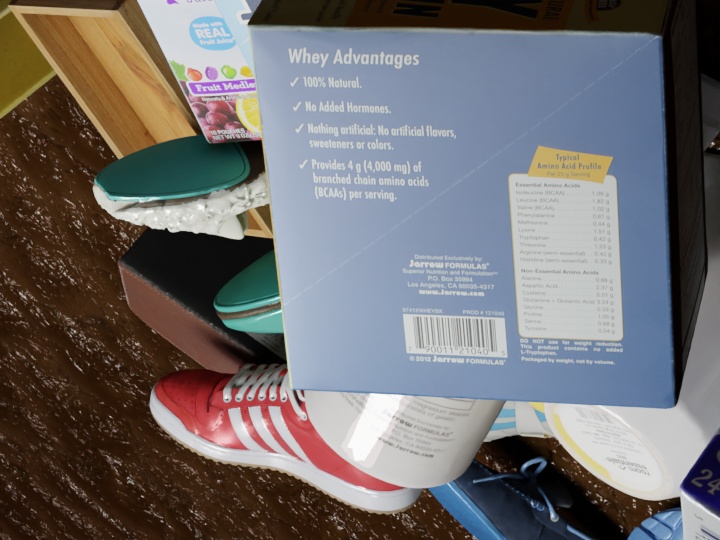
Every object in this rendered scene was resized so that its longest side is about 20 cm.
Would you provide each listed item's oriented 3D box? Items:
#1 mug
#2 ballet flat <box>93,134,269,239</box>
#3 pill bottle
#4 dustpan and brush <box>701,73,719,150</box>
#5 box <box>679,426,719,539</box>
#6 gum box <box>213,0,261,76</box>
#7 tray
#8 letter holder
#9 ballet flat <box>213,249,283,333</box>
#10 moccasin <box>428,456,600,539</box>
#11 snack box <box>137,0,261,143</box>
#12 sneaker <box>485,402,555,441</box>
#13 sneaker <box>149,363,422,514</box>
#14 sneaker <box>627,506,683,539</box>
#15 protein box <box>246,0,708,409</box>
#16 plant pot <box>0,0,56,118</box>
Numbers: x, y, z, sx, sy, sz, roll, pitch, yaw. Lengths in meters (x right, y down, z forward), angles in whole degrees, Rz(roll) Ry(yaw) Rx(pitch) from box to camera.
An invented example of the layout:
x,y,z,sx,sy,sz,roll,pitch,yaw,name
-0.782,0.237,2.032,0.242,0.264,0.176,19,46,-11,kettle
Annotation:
x,y,z,sx,sy,sz,roll,pitch,yaw,name
0.174,0.049,1.402,0.149,0.153,0.187,35,156,11,mug
-0.059,-0.053,1.537,0.072,0.199,0.072,163,90,-86,ballet flat
0.053,0.020,1.498,0.114,0.114,0.201,35,123,12,pill bottle
0.094,-0.052,1.366,0.139,0.057,0.201,25,115,-13,dustpan and brush
0.261,0.112,1.318,0.105,0.200,0.184,27,153,25,box
0.003,-0.161,1.352,0.169,0.045,0.200,-6,135,24,gum box
-0.126,-0.103,1.588,0.098,0.037,0.200,8,143,41,tray
-0.061,0.044,1.815,0.199,0.101,0.142,34,157,16,letter holder
0.000,0.000,1.589,0.199,0.068,0.070,-31,117,25,ballet flat
0.123,0.178,1.811,0.200,0.068,0.080,42,169,-14,moccasin
-0.054,-0.162,1.446,0.141,0.053,0.201,-4,136,22,snack box
0.119,0.080,1.635,0.081,0.077,0.200,40,158,-2,sneaker
-0.049,0.078,1.672,0.199,0.071,0.113,17,131,19,sneaker
0.222,0.226,1.746,0.200,0.082,0.071,97,151,-45,sneaker
0.064,-0.056,1.249,0.197,0.135,0.201,2,120,14,protein box
-0.303,-0.199,1.662,0.200,0.195,0.194,46,157,6,plant pot
